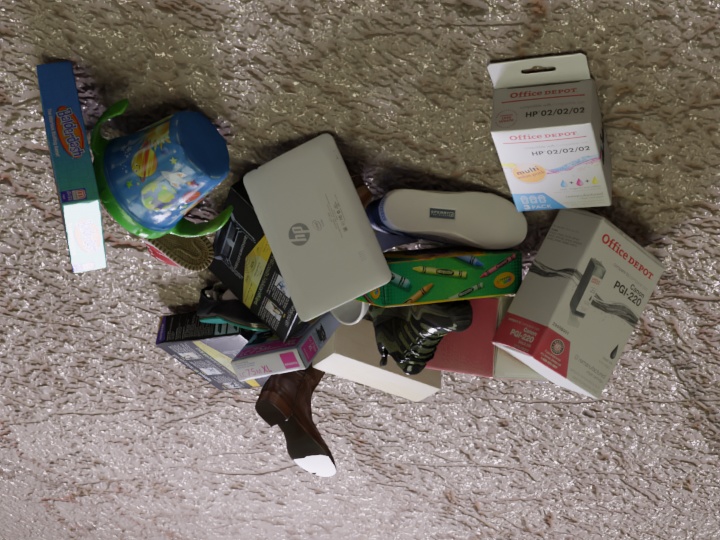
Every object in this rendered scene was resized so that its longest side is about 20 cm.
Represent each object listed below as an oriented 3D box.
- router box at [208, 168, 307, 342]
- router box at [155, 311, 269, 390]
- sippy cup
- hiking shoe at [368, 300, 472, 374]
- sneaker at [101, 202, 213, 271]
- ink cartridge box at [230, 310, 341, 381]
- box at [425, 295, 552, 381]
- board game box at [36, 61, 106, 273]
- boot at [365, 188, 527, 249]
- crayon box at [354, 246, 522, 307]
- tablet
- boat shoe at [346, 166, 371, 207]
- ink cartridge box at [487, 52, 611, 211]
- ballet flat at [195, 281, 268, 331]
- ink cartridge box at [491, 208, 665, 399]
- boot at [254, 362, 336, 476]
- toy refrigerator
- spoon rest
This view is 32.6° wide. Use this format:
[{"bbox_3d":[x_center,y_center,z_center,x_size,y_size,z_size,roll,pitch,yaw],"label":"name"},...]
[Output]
[{"bbox_3d":[-0.118,-0.016,1.626,0.157,0.052,0.200,44,147,11],"label":"router box"},{"bbox_3d":[-0.205,0.127,1.961,0.157,0.052,0.200,-8,150,24],"label":"router box"},{"bbox_3d":[-0.235,-0.126,1.504,0.130,0.140,0.178,-29,154,30],"label":"sippy cup"},{"bbox_3d":[0.085,0.086,1.618,0.076,0.101,0.200,-6,-179,-29],"label":"hiking shoe"},{"bbox_3d":[-0.285,-0.072,1.648,0.200,0.071,0.112,44,171,-10],"label":"sneaker"},{"bbox_3d":[-0.092,0.085,1.778,0.119,0.200,0.042,-13,110,31],"label":"ink cartridge box"},{"bbox_3d":[0.160,0.086,1.672,0.128,0.109,0.200,6,179,-38],"label":"box"},{"bbox_3d":[-0.342,-0.121,1.458,0.045,0.200,0.152,-10,153,-14],"label":"board game box"},{"bbox_3d":[0.109,-0.068,1.582,0.200,0.073,0.090,11,175,-17],"label":"boot"},{"bbox_3d":[0.092,0.005,1.575,0.200,0.058,0.119,-5,-173,-25],"label":"crayon box"},{"bbox_3d":[-0.055,-0.053,1.500,0.130,0.200,0.014,-26,170,16],"label":"tablet"},{"bbox_3d":[-0.040,-0.074,1.602,0.070,0.070,0.200,45,147,12],"label":"boat shoe"},{"bbox_3d":[0.216,-0.152,1.400,0.115,0.068,0.200,-4,147,19],"label":"ink cartridge box"},{"bbox_3d":[-0.185,0.048,1.782,0.073,0.073,0.200,26,169,-27],"label":"ballet flat"},{"bbox_3d":[0.280,0.041,1.565,0.146,0.200,0.085,32,172,-35],"label":"ink cartridge box"},{"bbox_3d":[-0.069,0.187,1.882,0.064,0.200,0.187,-17,122,31],"label":"boot"},{"bbox_3d":[0.025,0.134,1.893,0.200,0.076,0.070,21,145,-29],"label":"toy refrigerator"},{"bbox_3d":[0.000,0.000,1.680,0.061,0.099,0.200,-14,156,-41],"label":"spoon rest"}]
